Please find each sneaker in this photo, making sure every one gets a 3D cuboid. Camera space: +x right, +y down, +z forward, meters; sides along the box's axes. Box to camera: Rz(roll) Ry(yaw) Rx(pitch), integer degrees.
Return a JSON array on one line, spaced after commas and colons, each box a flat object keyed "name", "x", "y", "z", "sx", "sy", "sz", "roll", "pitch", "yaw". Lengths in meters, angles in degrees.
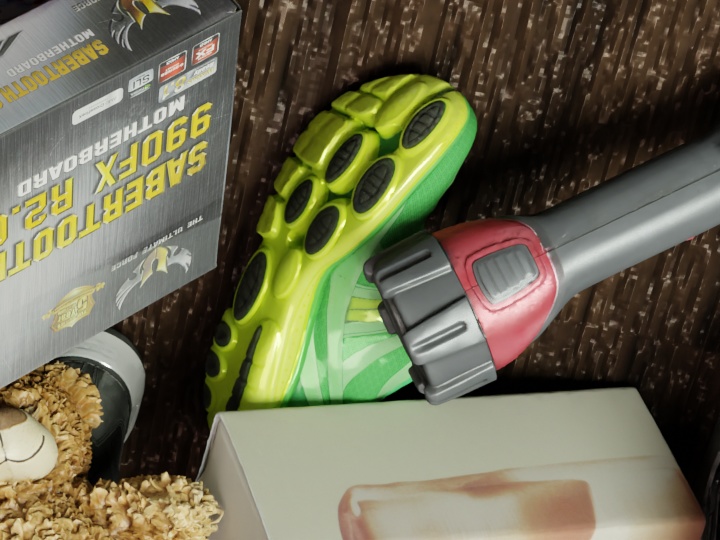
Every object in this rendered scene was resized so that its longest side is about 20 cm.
[{"name": "sneaker", "x": -0.150, "y": 0.122, "z": 1.302, "sx": 0.066, "sy": 0.091, "sz": 0.201, "roll": 18, "pitch": 124, "yaw": -5}, {"name": "sneaker", "x": 0.000, "y": 0.000, "z": 1.225, "sx": 0.083, "sy": 0.074, "sz": 0.201, "roll": 8, "pitch": 126, "yaw": -32}]

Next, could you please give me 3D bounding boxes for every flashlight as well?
[{"name": "flashlight", "x": 0.103, "y": -0.016, "z": 1.164, "sx": 0.199, "sy": 0.068, "sz": 0.068, "roll": -25, "pitch": 130, "yaw": -6}]

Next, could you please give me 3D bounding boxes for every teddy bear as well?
[{"name": "teddy bear", "x": -0.128, "y": 0.132, "z": 1.183, "sx": 0.144, "sy": 0.201, "sz": 0.067, "roll": -5, "pitch": 167, "yaw": 15}]

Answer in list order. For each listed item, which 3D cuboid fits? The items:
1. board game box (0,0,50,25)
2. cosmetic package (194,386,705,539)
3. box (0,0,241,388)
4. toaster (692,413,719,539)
[{"name": "board game box", "x": -0.186, "y": -0.139, "z": 1.120, "sx": 0.199, "sy": 0.045, "sz": 0.135, "roll": -13, "pitch": 150, "yaw": 16}, {"name": "cosmetic package", "x": 0.033, "y": 0.118, "z": 1.233, "sx": 0.199, "sy": 0.087, "sz": 0.104, "roll": -3, "pitch": 132, "yaw": -22}, {"name": "box", "x": -0.141, "y": -0.021, "z": 1.120, "sx": 0.048, "sy": 0.199, "sz": 0.159, "roll": 45, "pitch": 149, "yaw": 26}, {"name": "toaster", "x": 0.199, "y": 0.140, "z": 1.225, "sx": 0.118, "sy": 0.201, "sz": 0.181, "roll": 14, "pitch": 133, "yaw": 0}]
